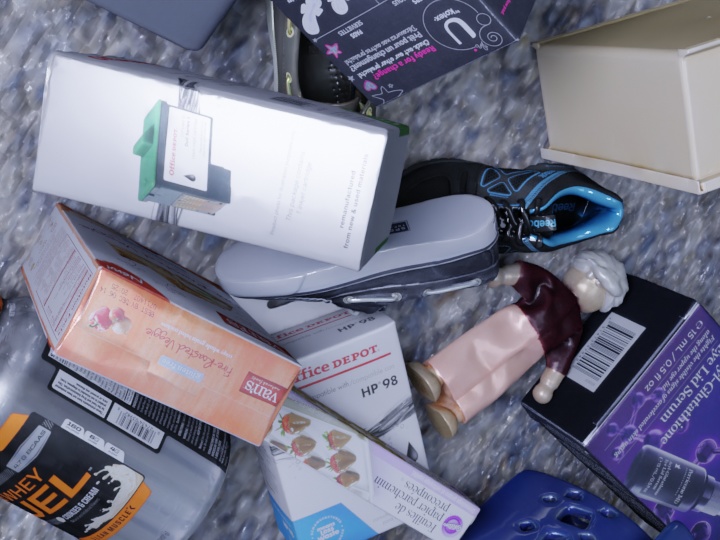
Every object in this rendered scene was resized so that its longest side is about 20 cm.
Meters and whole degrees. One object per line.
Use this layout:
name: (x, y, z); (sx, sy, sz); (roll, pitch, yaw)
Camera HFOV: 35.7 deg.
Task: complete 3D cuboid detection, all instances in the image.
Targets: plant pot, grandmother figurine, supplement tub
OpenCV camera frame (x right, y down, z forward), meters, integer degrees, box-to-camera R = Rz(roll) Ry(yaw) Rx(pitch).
plant pot: (0.162, 0.295, 0.860); (0.199, 0.179, 0.202); (-30, 114, -42)
grandmother figurine: (0.131, 0.045, 0.889); (0.199, 0.061, 0.122); (-32, 120, -15)
supplement tub: (-0.194, 0.100, 0.734); (0.200, 0.122, 0.123); (36, 88, -25)

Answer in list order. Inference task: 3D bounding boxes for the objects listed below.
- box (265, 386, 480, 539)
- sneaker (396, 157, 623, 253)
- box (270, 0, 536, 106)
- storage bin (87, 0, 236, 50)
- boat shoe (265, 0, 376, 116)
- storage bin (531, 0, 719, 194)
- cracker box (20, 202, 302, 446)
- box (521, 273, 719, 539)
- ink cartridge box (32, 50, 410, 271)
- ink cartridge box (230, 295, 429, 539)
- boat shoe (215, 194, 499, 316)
box: (-0.002, 0.134, 0.791); (0.199, 0.041, 0.039); (35, 90, -25)
sneaker: (0.102, -0.047, 0.838); (0.198, 0.082, 0.074); (-10, 107, -19)
box: (0.049, -0.224, 0.704); (0.115, 0.132, 0.201); (42, 55, -25)
storage bin: (-0.138, -0.238, 0.675); (0.199, 0.146, 0.135); (24, 121, -26)
boat shoe: (-0.023, -0.121, 0.780); (0.072, 0.060, 0.203); (-14, 108, -18)
storage bin: (0.259, -0.141, 0.813); (0.197, 0.200, 0.094); (-18, 107, -17)
cracker box: (-0.131, 0.027, 0.697); (0.133, 0.200, 0.058); (29, 92, -26)
box: (0.259, 0.126, 0.933); (0.200, 0.104, 0.148); (41, 86, -25)
ink cartridge box: (-0.078, -0.071, 0.685); (0.198, 0.146, 0.085); (13, 100, 6)
ink cartridge box: (-0.024, 0.101, 0.833); (0.115, 0.067, 0.202); (-20, 110, -16)
boat shoe: (0.000, 0.000, 0.786); (0.198, 0.072, 0.068); (-12, 126, -1)
